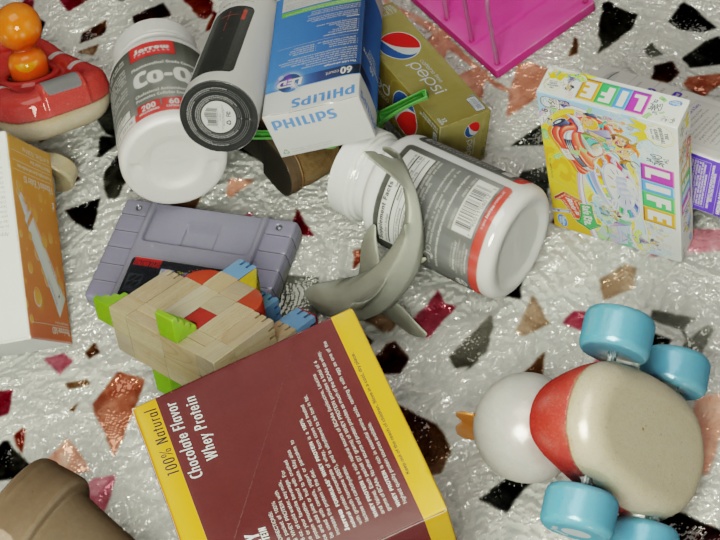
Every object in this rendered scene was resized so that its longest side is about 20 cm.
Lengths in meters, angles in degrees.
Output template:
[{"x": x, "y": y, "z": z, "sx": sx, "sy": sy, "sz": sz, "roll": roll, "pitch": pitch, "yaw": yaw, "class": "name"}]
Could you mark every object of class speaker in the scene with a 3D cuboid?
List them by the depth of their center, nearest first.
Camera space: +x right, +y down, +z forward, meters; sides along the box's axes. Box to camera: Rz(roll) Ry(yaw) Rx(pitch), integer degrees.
[{"x": -0.126, "y": -0.205, "z": 1.506, "sx": 0.080, "sy": 0.082, "sz": 0.201, "roll": -4, "pitch": 35, "yaw": 11, "class": "speaker"}]

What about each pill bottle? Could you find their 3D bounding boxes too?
[{"x": 0.073, "y": -0.063, "z": 1.442, "sx": 0.199, "sy": 0.116, "sz": 0.116, "roll": 27, "pitch": 66, "yaw": 28, "class": "pill bottle"}, {"x": -0.208, "y": -0.175, "z": 1.577, "sx": 0.113, "sy": 0.115, "sz": 0.201, "roll": -18, "pitch": 44, "yaw": 1, "class": "pill bottle"}]

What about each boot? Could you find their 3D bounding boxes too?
[{"x": -0.095, "y": -0.165, "z": 1.593, "sx": 0.075, "sy": 0.074, "sz": 0.201, "roll": -25, "pitch": 60, "yaw": -23, "class": "boot"}]

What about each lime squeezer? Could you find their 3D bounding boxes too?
[{"x": -0.019, "y": -0.146, "z": 1.520, "sx": 0.197, "sy": 0.071, "sz": 0.038, "roll": -10, "pitch": 93, "yaw": 13, "class": "lime squeezer"}]

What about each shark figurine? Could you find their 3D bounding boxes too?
[{"x": 0.016, "y": -0.005, "z": 1.379, "sx": 0.128, "sy": 0.216, "sz": 0.089, "roll": 40, "pitch": 40, "yaw": 17, "class": "shark figurine"}]

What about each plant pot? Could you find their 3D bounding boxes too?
[{"x": -0.241, "y": 0.288, "z": 1.254, "sx": 0.173, "sy": 0.201, "sz": 0.201, "roll": 27, "pitch": 64, "yaw": 8, "class": "plant pot"}]

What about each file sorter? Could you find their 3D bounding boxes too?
[{"x": 0.135, "y": -0.341, "z": 1.611, "sx": 0.138, "sy": 0.126, "sz": 0.200, "roll": -35, "pitch": 55, "yaw": -11, "class": "file sorter"}]

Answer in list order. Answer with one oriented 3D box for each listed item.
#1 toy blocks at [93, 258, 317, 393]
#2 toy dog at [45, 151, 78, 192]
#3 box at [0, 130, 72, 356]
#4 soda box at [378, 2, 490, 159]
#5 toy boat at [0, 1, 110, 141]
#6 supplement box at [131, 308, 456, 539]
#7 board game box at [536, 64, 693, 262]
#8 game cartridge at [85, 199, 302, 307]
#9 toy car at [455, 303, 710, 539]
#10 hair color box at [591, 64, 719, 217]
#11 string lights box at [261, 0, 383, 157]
[{"x": -0.134, "y": 0.046, "z": 1.394, "sx": 0.199, "sy": 0.101, "sz": 0.136, "roll": 23, "pitch": 45, "yaw": 38, "class": "toy blocks"}, {"x": -0.407, "y": -0.097, "z": 1.595, "sx": 0.197, "sy": 0.097, "sz": 0.133, "roll": -10, "pitch": 52, "yaw": 6, "class": "toy dog"}, {"x": -0.360, "y": -0.021, "z": 1.467, "sx": 0.096, "sy": 0.124, "sz": 0.203, "roll": -9, "pitch": 84, "yaw": 7, "class": "box"}, {"x": 0.055, "y": -0.193, "z": 1.558, "sx": 0.063, "sy": 0.068, "sz": 0.201, "roll": -20, "pitch": 52, "yaw": -21, "class": "soda box"}, {"x": -0.366, "y": -0.229, "z": 1.628, "sx": 0.130, "sy": 0.132, "sz": 0.199, "roll": -24, "pitch": 30, "yaw": -29, "class": "toy boat"}, {"x": -0.050, "y": 0.178, "z": 1.204, "sx": 0.198, "sy": 0.133, "sz": 0.199, "roll": -24, "pitch": 58, "yaw": -4, "class": "supplement box"}, {"x": 0.237, "y": -0.096, "z": 1.372, "sx": 0.133, "sy": 0.201, "sz": 0.034, "roll": 18, "pitch": 61, "yaw": 24, "class": "board game box"}, {"x": -0.171, "y": -0.005, "z": 1.515, "sx": 0.197, "sy": 0.039, "sz": 0.131, "roll": 8, "pitch": 54, "yaw": 19, "class": "game cartridge"}, {"x": 0.174, "y": 0.142, "z": 1.280, "sx": 0.199, "sy": 0.176, "sz": 0.186, "roll": -3, "pitch": 65, "yaw": 46, "class": "toy car"}, {"x": 0.297, "y": -0.126, "z": 1.444, "sx": 0.198, "sy": 0.065, "sz": 0.109, "roll": 24, "pitch": 41, "yaw": 25, "class": "hair color box"}, {"x": -0.036, "y": -0.213, "z": 1.494, "sx": 0.101, "sy": 0.059, "sz": 0.202, "roll": -10, "pitch": 47, "yaw": 15, "class": "string lights box"}]
